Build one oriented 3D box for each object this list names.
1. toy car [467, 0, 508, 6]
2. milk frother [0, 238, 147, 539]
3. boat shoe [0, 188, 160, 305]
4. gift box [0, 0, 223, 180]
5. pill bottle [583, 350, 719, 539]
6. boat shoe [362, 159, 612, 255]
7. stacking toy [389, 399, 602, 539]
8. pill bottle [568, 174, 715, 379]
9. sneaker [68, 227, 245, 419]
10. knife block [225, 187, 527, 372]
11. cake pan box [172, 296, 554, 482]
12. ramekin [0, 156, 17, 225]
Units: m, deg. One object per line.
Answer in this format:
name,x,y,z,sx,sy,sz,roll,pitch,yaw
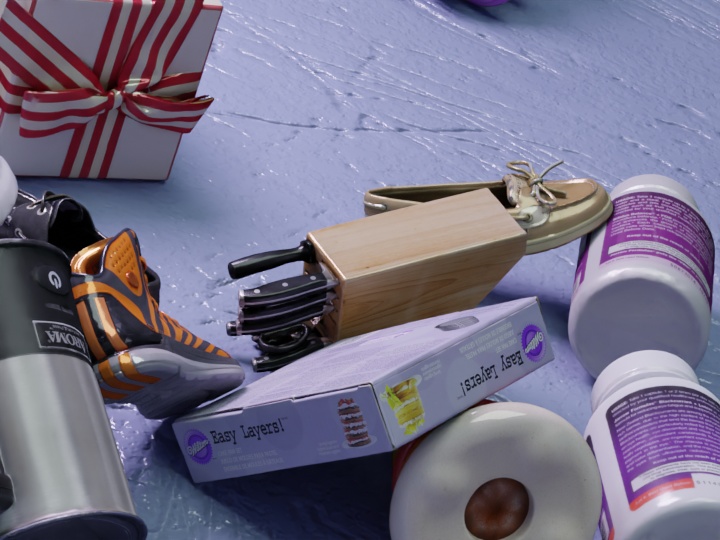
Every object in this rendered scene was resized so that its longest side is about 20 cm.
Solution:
toy car,0.117,-0.334,2.503,0.200,0.174,0.151,-26,90,-53
milk frother,-0.255,0.109,1.540,0.180,0.200,0.189,5,55,-41
boat shoe,-0.216,-0.021,1.829,0.070,0.067,0.200,-14,44,-46
gift box,-0.225,-0.186,1.973,0.183,0.201,0.187,-5,39,-29
pill bottle,0.215,0.145,1.783,0.111,0.112,0.201,13,31,-13
boat shoe,0.101,-0.048,2.007,0.198,0.063,0.073,-12,22,-7
stacking toy,0.067,0.129,1.728,0.145,0.147,0.200,10,16,-19
pill bottle,0.227,0.003,2.026,0.111,0.113,0.200,20,30,-1
sneaker,-0.141,0.032,1.686,0.113,0.077,0.200,68,10,15
knife block,0.000,0.000,1.832,0.175,0.200,0.064,34,13,-46
cake pan box,0.000,0.080,1.694,0.199,0.053,0.184,-14,6,41
ramekin,-0.338,-0.065,1.699,0.199,0.098,0.201,-14,28,7
